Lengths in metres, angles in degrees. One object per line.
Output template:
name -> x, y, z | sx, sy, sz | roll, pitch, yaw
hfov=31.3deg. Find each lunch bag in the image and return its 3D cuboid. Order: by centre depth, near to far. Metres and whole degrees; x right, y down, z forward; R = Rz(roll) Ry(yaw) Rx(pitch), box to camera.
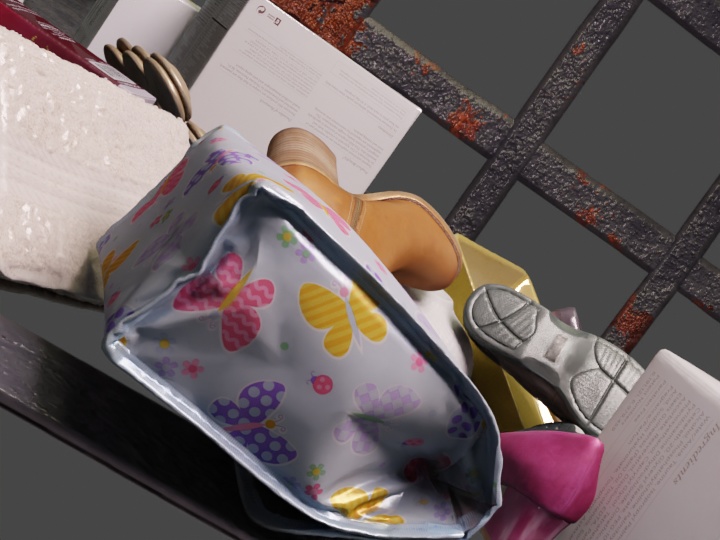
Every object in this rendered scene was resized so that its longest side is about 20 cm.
lunch bag -> -0.028, 0.043, 0.632 | 0.200, 0.127, 0.170 | 43, 3, -21

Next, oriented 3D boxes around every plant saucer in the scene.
plant saucer -> 0.137, 0.080, 1.204 | 0.200, 0.048, 0.200 | 22, 46, -61

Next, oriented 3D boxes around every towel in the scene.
towel -> -0.151, -0.046, 0.704 | 0.034, 0.133, 0.200 | -8, -13, 25

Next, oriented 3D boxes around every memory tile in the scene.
memory tile -> -0.122, -0.072, 0.932 | 0.153, 0.017, 0.200 | 27, -36, 61

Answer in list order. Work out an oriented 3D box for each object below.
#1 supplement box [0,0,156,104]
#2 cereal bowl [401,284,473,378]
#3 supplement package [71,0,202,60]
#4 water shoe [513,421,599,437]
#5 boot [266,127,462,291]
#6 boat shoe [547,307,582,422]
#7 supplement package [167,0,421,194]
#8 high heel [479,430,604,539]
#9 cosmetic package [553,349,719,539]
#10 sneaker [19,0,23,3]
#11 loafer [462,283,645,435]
supplement box -> -0.243, -0.122, 0.807 | 0.200, 0.109, 0.061 | 35, 8, 3
cereal bowl -> 0.018, 0.033, 1.092 | 0.200, 0.083, 0.200 | 35, 8, -6
supplement package -> -0.188, -0.187, 1.284 | 0.200, 0.156, 0.111 | 32, 8, -25
water shoe -> 0.154, 0.164, 0.975 | 0.071, 0.079, 0.200 | -12, 3, -15
boot -> 0.000, 0.000, 0.942 | 0.200, 0.074, 0.155 | 32, 35, -28
boat shoe -> 0.210, 0.125, 1.167 | 0.200, 0.065, 0.072 | 62, 20, -7
supplement package -> -0.092, -0.131, 1.185 | 0.191, 0.200, 0.147 | 32, 7, -24
high heel -> 0.100, 0.116, 0.866 | 0.067, 0.096, 0.200 | 33, 8, -14
cosmetic package -> 0.236, 0.182, 0.787 | 0.167, 0.166, 0.200 | 32, 7, -18
sneaker -> -0.312, -0.219, 0.895 | 0.200, 0.079, 0.079 | 8, 43, 18
loafer -> 0.169, 0.085, 1.048 | 0.200, 0.072, 0.063 | 38, -18, 12
